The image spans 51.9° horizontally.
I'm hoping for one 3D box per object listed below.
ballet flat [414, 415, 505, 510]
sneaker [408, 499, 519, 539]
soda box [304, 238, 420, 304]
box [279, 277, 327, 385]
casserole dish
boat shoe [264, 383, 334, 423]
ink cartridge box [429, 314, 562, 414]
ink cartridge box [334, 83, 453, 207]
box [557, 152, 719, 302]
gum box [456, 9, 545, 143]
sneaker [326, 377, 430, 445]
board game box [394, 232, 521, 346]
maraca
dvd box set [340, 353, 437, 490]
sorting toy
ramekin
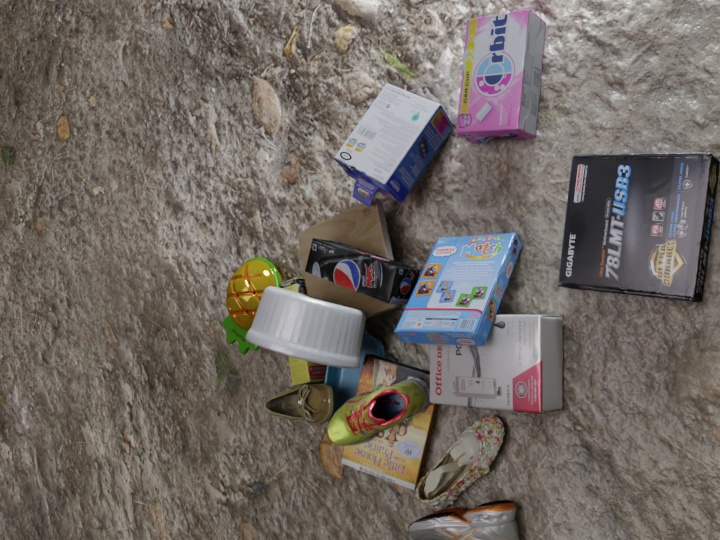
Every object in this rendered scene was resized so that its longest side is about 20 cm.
[{"bbox_3d":[0.158,0.315,1.194,0.201,0.064,0.076,-58,44,19],"label":"ballet flat"},{"bbox_3d":[0.163,0.428,1.178,0.199,0.075,0.093,-22,76,38],"label":"sneaker"},{"bbox_3d":[0.000,0.000,1.267,0.199,0.071,0.064,19,99,39],"label":"soda box"},{"bbox_3d":[-0.105,0.119,1.432,0.050,0.075,0.201,-18,73,37],"label":"box"},{"bbox_3d":[-0.009,0.200,1.366,0.121,0.039,0.201,10,91,40],"label":"casserole dish"},{"bbox_3d":[-0.114,0.252,1.397,0.200,0.063,0.074,-16,72,58],"label":"boat shoe"},{"bbox_3d":[0.209,0.143,1.159,0.199,0.083,0.148,-3,83,40],"label":"ink cartridge box"},{"bbox_3d":[0.049,-0.211,1.295,0.136,0.076,0.200,33,85,38],"label":"ink cartridge box"},{"bbox_3d":[0.390,-0.064,1.053,0.198,0.050,0.201,8,90,39],"label":"box"},{"bbox_3d":[0.227,-0.306,1.200,0.113,0.066,0.201,5,89,39],"label":"gum box"},{"bbox_3d":[0.017,0.237,1.235,0.199,0.090,0.078,-33,79,20],"label":"sneaker"},{"bbox_3d":[0.156,0.027,1.176,0.151,0.037,0.201,-2,49,40],"label":"board game box"},{"bbox_3d":[-0.223,0.071,1.514,0.137,0.107,0.201,31,106,37],"label":"maraca"},{"bbox_3d":[0.054,0.260,1.285,0.146,0.029,0.201,15,95,21],"label":"dvd box set"},{"bbox_3d":[-0.009,-0.003,1.366,0.199,0.069,0.200,-22,72,36],"label":"sorting toy"},{"bbox_3d":[-0.086,0.094,1.254,0.200,0.200,0.098,14,88,40],"label":"ramekin"}]
